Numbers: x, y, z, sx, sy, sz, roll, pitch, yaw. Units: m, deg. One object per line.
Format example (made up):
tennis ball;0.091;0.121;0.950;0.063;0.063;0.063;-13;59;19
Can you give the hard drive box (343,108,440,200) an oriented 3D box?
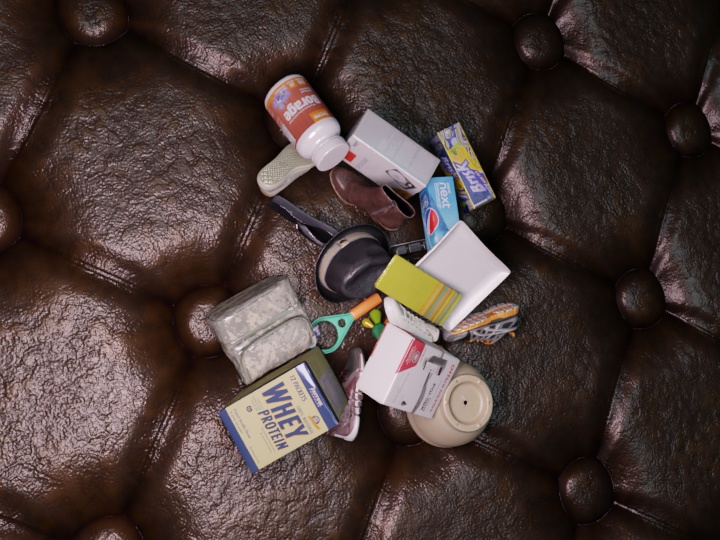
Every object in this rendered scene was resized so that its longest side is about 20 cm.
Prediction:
hard drive box;0.059;-0.256;1.696;0.198;0.156;0.077;34;75;-9

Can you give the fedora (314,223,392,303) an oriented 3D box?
fedora;0.000;0.000;1.629;0.198;0.091;0.204;-18;124;-28

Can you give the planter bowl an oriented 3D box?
planter bowl;0.213;0.295;1.670;0.197;0.135;0.204;2;81;-16

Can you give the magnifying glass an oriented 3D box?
magnifying glass;-0.036;0.114;1.681;0.199;0.022;0.080;-34;92;-20

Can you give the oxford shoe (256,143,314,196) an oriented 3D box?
oxford shoe;-0.158;-0.231;1.680;0.075;0.058;0.200;41;56;11

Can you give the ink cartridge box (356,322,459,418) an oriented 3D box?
ink cartridge box;0.103;0.211;1.550;0.199;0.082;0.149;27;90;-50

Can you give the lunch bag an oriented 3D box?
lunch bag;-0.201;0.124;1.574;0.198;0.139;0.170;-30;106;-19

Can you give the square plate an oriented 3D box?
square plate;0.205;0.012;1.659;0.198;0.029;0.200;-45;121;9

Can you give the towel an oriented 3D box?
towel;0.127;0.043;1.627;0.198;0.018;0.087;30;100;-28

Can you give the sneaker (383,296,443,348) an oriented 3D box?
sneaker;0.122;0.123;1.661;0.084;0.073;0.201;-25;122;15

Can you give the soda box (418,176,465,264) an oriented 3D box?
soda box;0.184;-0.107;1.709;0.067;0.064;0.204;-4;77;-16

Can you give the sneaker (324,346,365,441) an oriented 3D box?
sneaker;-0.053;0.263;1.626;0.113;0.076;0.204;8;80;-13

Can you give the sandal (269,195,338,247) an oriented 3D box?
sandal;-0.119;-0.092;1.663;0.198;0.076;0.043;31;72;1

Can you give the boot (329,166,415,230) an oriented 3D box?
boot;0.027;-0.174;1.667;0.200;0.166;0.073;43;72;-7

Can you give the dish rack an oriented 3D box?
dish rack;0.153;0.027;1.737;0.151;0.054;0.204;-11;87;-17

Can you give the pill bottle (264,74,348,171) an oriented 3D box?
pill bottle;-0.115;-0.322;1.650;0.111;0.112;0.201;-32;75;-19

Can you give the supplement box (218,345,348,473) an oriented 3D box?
supplement box;-0.146;0.270;1.496;0.198;0.200;0.136;-30;91;6

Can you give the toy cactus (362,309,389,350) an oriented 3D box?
toy cactus;0.045;0.175;1.629;0.100;0.165;0.204;-4;77;3

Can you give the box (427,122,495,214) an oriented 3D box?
box;0.243;-0.244;1.799;0.069;0.064;0.202;-26;91;-19

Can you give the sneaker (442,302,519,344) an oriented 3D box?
sneaker;0.287;0.138;1.751;0.197;0.078;0.079;-15;106;-12
